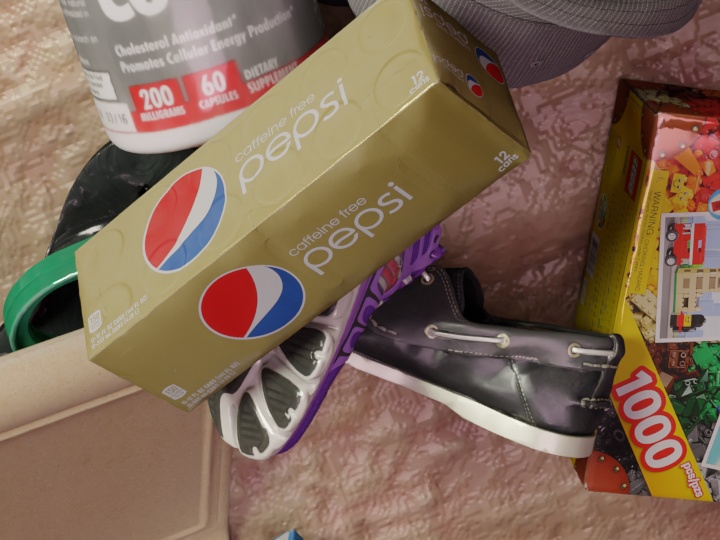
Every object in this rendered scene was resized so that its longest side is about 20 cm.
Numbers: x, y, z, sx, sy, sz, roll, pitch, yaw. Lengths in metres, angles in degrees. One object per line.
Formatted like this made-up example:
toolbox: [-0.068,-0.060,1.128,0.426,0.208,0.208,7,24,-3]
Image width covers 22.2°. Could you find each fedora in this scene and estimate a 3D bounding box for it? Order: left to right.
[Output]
fedora: [0.060,-0.144,0.828,0.177,0.200,0.090,51,133,19]

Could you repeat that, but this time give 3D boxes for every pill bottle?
pill bottle: [-0.091,-0.165,0.822,0.113,0.114,0.201,-18,111,1]

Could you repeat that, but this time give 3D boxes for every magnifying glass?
magnifying glass: [-0.086,-0.014,0.840,0.200,0.022,0.079,-39,143,25]

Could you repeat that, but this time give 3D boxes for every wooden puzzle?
wooden puzzle: [-0.148,0.106,0.898,0.184,0.037,0.200,-20,139,-23]

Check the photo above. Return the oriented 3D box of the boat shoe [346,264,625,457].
boat shoe: [0.032,0.024,0.907,0.199,0.072,0.068,22,104,14]

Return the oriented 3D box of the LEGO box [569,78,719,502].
LEGO box: [0.193,0.013,0.936,0.148,0.077,0.201,5,109,-8]

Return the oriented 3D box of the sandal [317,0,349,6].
sandal: [-0.017,-0.221,0.848,0.076,0.043,0.201,-17,111,0]

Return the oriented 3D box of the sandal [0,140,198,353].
sandal: [-0.136,0.019,0.918,0.075,0.048,0.201,30,105,-15]

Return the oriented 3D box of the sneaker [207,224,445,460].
sneaker: [0.000,0.000,0.850,0.083,0.081,0.201,30,87,-44]

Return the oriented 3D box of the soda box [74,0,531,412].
soda box: [-0.028,-0.028,0.772,0.200,0.068,0.064,-37,133,23]

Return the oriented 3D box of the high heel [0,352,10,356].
high heel: [-0.260,0.078,0.896,0.199,0.072,0.143,11,127,-19]

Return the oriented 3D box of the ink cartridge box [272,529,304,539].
ink cartridge box: [-0.023,0.252,0.995,0.116,0.068,0.200,-33,110,19]
